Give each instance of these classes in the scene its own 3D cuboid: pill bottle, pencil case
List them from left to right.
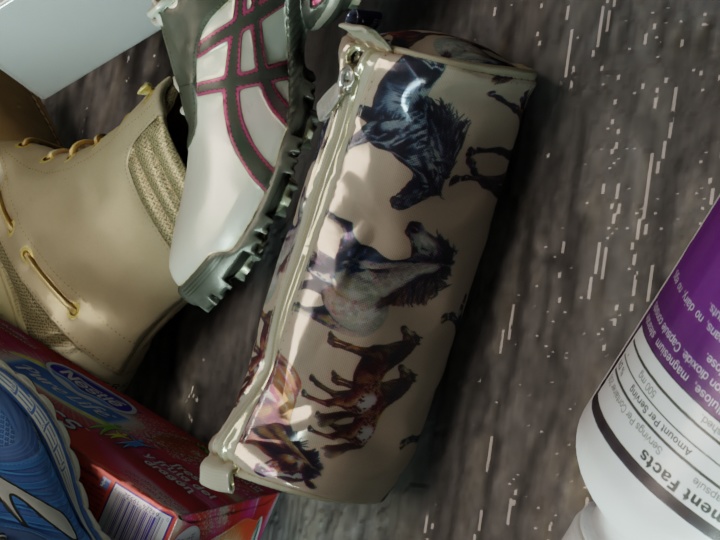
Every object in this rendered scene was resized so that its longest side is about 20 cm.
[{"bbox_3d":[0.000,0.000,1.040,0.078,0.089,0.201,32,106,62],"label":"pencil case"},{"bbox_3d":[0.145,0.035,0.846,0.201,0.112,0.113,-60,43,20],"label":"pill bottle"}]

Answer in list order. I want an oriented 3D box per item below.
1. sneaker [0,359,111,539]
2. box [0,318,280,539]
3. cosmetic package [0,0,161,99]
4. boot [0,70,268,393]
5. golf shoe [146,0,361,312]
[{"bbox_3d":[-0.147,0.103,1.026,0.200,0.089,0.079,48,109,16],"label":"sneaker"},{"bbox_3d":[-0.150,0.095,1.130,0.199,0.095,0.100,29,103,22],"label":"box"},{"bbox_3d":[-0.091,-0.175,1.157,0.199,0.071,0.102,-30,57,16],"label":"cosmetic package"},{"bbox_3d":[-0.121,-0.050,1.206,0.155,0.073,0.201,-44,53,34],"label":"boot"},{"bbox_3d":[-0.054,-0.086,1.084,0.077,0.088,0.201,-157,84,-82],"label":"golf shoe"}]
